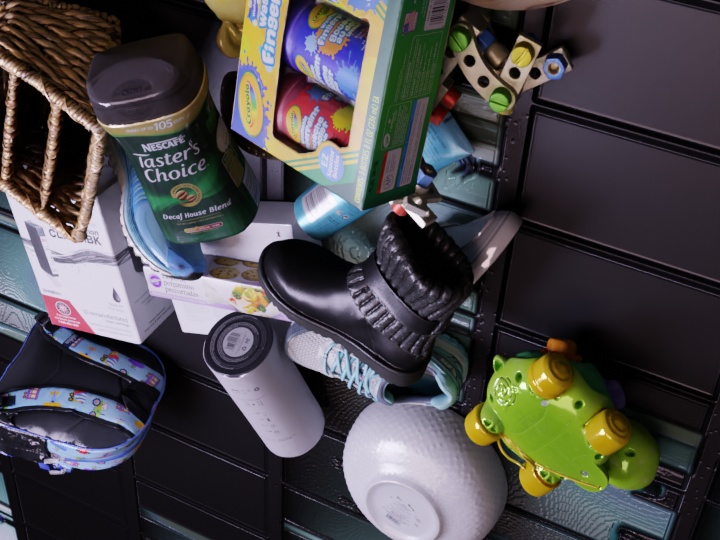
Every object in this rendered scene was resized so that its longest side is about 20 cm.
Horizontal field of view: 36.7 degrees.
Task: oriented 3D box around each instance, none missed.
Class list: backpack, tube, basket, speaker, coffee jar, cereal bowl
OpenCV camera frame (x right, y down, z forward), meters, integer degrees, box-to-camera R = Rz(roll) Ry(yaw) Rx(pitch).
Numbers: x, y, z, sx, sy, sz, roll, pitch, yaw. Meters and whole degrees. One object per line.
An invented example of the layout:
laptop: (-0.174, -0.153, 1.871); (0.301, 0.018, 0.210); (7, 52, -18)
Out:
backpack: (-0.347, 0.168, 1.372); (0.196, 0.184, 0.136); (14, 139, 7)
tube: (0.016, -0.096, 1.036); (0.199, 0.050, 0.078); (-33, 99, 38)
basket: (-0.319, -0.145, 1.057); (0.140, 0.151, 0.201); (9, 148, -18)
speaker: (-0.102, 0.130, 1.203); (0.080, 0.082, 0.201); (11, 150, 24)
coffee jar: (-0.169, -0.119, 0.995); (0.102, 0.086, 0.201); (-9, 138, 12)
cereal bowl: (0.064, 0.246, 1.231); (0.197, 0.084, 0.203); (16, 129, 20)

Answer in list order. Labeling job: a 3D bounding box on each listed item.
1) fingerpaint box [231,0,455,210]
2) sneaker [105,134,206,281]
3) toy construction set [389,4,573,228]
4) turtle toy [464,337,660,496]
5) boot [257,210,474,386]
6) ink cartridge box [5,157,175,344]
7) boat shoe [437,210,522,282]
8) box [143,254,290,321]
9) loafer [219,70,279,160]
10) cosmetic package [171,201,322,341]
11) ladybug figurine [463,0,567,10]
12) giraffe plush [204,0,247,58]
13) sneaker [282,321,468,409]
fingerpaint box: (-0.018, -0.178, 0.875); (0.166, 0.073, 0.203); (34, 126, 32)
sneaker: (-0.201, -0.086, 1.118); (0.089, 0.078, 0.203); (-29, 75, 28)
toy construction set: (0.074, -0.142, 0.928); (0.130, 0.092, 0.201); (37, 114, -2)
turtle toy: (0.206, 0.146, 1.055); (0.200, 0.101, 0.146); (42, 136, -3)
boot: (0.002, -0.001, 1.017); (0.209, 0.080, 0.159); (32, 141, 11)
ink cartridge box: (-0.309, -0.030, 1.258); (0.142, 0.084, 0.203); (9, 126, 27)
boat shoe: (0.076, -0.011, 1.050); (0.068, 0.072, 0.200); (44, 143, -5)
box: (-0.137, 0.015, 1.145); (0.197, 0.042, 0.039); (10, 126, 27)
loafer: (-0.057, -0.139, 1.029); (0.199, 0.067, 0.077); (30, 121, 35)
cosmetic package: (-0.129, 0.000, 1.190); (0.197, 0.052, 0.153); (4, 126, 29)
ladybug figurine: (0.128, -0.271, 0.817); (0.197, 0.072, 0.138); (-3, 120, 33)
giraffe plush: (-0.123, -0.284, 0.925); (0.171, 0.203, 0.161); (-31, 138, 30)
sneaker: (0.014, 0.092, 1.114); (0.196, 0.087, 0.079); (10, 120, 3)
